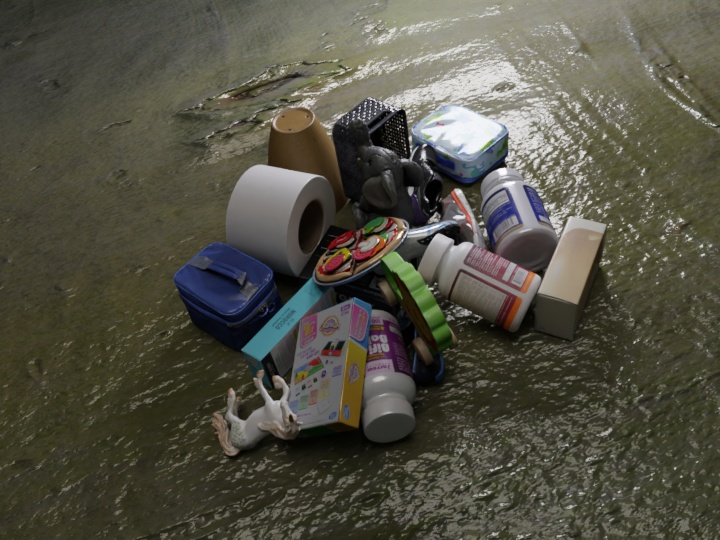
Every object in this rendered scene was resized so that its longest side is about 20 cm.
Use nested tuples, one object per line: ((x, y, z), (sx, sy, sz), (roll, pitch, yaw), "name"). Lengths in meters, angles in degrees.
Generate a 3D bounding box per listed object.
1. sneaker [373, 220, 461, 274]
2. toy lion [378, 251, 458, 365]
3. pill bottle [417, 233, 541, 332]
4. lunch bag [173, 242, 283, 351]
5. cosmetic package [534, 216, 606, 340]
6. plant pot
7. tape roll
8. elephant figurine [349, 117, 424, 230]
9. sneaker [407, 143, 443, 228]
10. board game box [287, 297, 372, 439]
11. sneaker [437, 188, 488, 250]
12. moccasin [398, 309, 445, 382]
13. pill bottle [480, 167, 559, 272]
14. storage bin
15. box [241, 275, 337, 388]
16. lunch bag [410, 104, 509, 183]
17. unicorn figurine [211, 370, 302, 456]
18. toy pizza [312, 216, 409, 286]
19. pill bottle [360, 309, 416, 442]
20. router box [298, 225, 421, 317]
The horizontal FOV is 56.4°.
((0.097, -0.055, 1.256), (0.198, 0.072, 0.073), (-21, 51, -17), "sneaker")
((0.086, 0.048, 1.059), (0.068, 0.192, 0.201), (-29, 59, -4), "toy lion")
((0.206, 0.018, 1.183), (0.199, 0.110, 0.110), (27, 56, 14), "pill bottle")
((-0.241, 0.045, 1.251), (0.199, 0.133, 0.136), (23, 56, 29), "lunch bag")
((0.373, 0.011, 1.190), (0.070, 0.106, 0.201), (16, 53, 23), "cosmetic package")
((-0.126, -0.243, 1.454), (0.184, 0.201, 0.188), (-5, 45, 5), "plant pot")
((-0.153, -0.098, 1.322), (0.138, 0.204, 0.204), (14, 51, 21), "tape roll")
((0.048, -0.168, 1.287), (0.153, 0.201, 0.143), (3, 48, -5), "elephant figurine")
((0.146, -0.186, 1.399), (0.075, 0.087, 0.202), (24, 61, -26), "sneaker")
((-0.054, 0.159, 1.082), (0.152, 0.040, 0.202), (-23, 51, 46), "board game box")
((0.197, -0.077, 1.341), (0.081, 0.077, 0.201), (-26, 39, 12), "sneaker")
((0.099, 0.101, 1.173), (0.067, 0.081, 0.201), (-10, 46, 2), "moccasin")
((0.298, -0.101, 1.297), (0.118, 0.120, 0.201), (-9, 46, 2), "pill bottle")
((0.029, -0.244, 1.423), (0.093, 0.201, 0.135), (29, 58, 32), "storage bin")
((-0.121, 0.108, 1.207), (0.049, 0.083, 0.200), (23, 55, 31), "box")
((0.219, -0.287, 1.510), (0.160, 0.083, 0.199), (-38, 52, -25), "lunch bag")
((-0.156, 0.232, 1.080), (0.200, 0.073, 0.138), (-46, 45, 27), "unicorn figurine")
((-0.005, -0.042, 1.207), (0.199, 0.032, 0.201), (-27, 22, 12), "toy pizza")
((0.029, 0.172, 1.098), (0.111, 0.113, 0.201), (-13, 46, -1), "pill bottle")
((0.000, 0.000, 1.298), (0.198, 0.051, 0.150), (16, 52, 19), "router box")
